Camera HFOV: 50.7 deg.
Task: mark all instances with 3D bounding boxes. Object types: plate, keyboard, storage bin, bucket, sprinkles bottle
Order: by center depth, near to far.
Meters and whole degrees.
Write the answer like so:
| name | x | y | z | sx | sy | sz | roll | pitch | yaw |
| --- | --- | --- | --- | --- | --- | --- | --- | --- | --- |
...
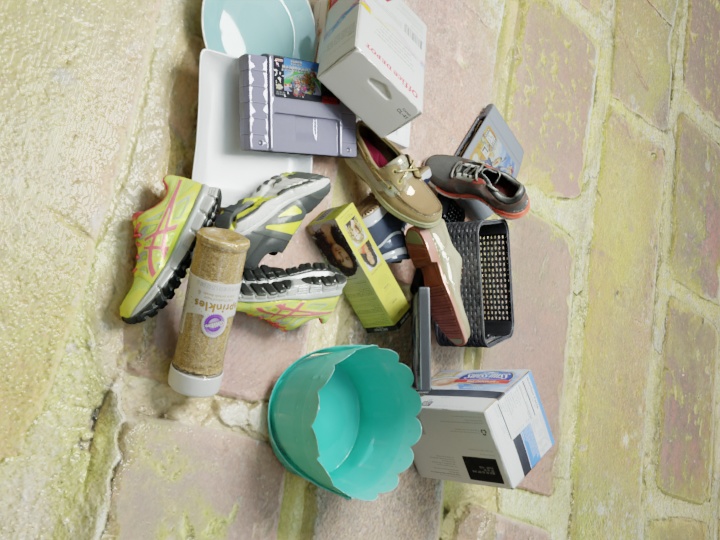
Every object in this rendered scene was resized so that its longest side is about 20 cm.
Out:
| name | x | y | z | sx | sy | sz | roll | pitch | yaw |
| --- | --- | --- | --- | --- | --- | --- | --- | --- | --- |
| sprinkles bottle | -0.188 | 0.052 | 0.939 | 0.067 | 0.068 | 0.204 | 2 | 108 | -40 |
| plate | -0.149 | -0.184 | 1.059 | 0.197 | 0.032 | 0.205 | 3 | 91 | -42 |
| bucket | -0.026 | 0.208 | 1.067 | 0.204 | 0.133 | 0.212 | 7 | 80 | -41 |
| plate | -0.146 | -0.342 | 1.087 | 0.197 | 0.025 | 0.205 | -3 | 94 | -42 |
| storage bin | 0.188 | 0.020 | 1.273 | 0.134 | 0.092 | 0.205 | -10 | 96 | -57 |
| keyboard | 0.137 | -0.039 | 1.300 | 0.103 | 0.039 | 0.204 | 32 | 64 | -34 |

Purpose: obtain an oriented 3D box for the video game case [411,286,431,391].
| name | x | y | z | sx | sy | sz | roll | pitch | yaw |
| --- | --- | --- | --- | --- | --- | --- | --- | --- | --- |
| video game case | 0.091 | 0.108 | 1.162 | 0.019 | 0.200 | 0.146 | 0 | 83 | 0 |

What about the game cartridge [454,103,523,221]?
| name | x | y | z | sx | sy | sz | roll | pitch | yaw |
| --- | --- | --- | --- | --- | --- | --- | --- | --- | --- |
| game cartridge | 0.235 | -0.195 | 1.407 | 0.133 | 0.041 | 0.202 | 46 | 58 | -22 |

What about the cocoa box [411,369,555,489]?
| name | x | y | z | sx | sy | sz | roll | pitch | yaw |
| --- | --- | --- | --- | --- | --- | --- | --- | --- | --- |
| cocoa box | 0.179 | 0.243 | 1.197 | 0.130 | 0.198 | 0.136 | -30 | 103 | -39 |

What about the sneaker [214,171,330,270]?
| name | x | y | z | sx | sy | sz | roll | pitch | yaw |
| --- | --- | --- | --- | --- | --- | --- | --- | --- | --- |
| sneaker | -0.115 | -0.071 | 1.036 | 0.199 | 0.074 | 0.086 | -34 | 127 | -37 |

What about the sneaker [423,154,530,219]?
| name | x | y | z | sx | sy | sz | roll | pitch | yaw |
| --- | --- | --- | --- | --- | --- | --- | --- | --- | --- |
| sneaker | 0.195 | -0.159 | 1.269 | 0.078 | 0.197 | 0.082 | -60 | 160 | -17 |

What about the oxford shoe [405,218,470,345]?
| name | x | y | z | sx | sy | sz | roll | pitch | yaw |
| --- | --- | --- | --- | --- | --- | --- | --- | --- | --- |
| oxford shoe | 0.139 | 0.016 | 1.180 | 0.073 | 0.070 | 0.204 | -25 | 102 | -30 |

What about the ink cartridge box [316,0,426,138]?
| name | x | y | z | sx | sy | sz | roll | pitch | yaw |
| --- | --- | --- | --- | --- | --- | --- | --- | --- | --- |
| ink cartridge box | 0.021 | -0.321 | 1.109 | 0.147 | 0.085 | 0.203 | 36 | 45 | -32 |

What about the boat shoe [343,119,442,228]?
| name | x | y | z | sx | sy | sz | roll | pitch | yaw |
| --- | --- | --- | --- | --- | --- | --- | --- | --- | --- |
| boat shoe | 0.049 | -0.146 | 1.144 | 0.199 | 0.067 | 0.074 | 42 | 52 | 13 |

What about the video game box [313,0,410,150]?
| name | x | y | z | sx | sy | sz | roll | pitch | yaw |
| --- | --- | --- | --- | --- | --- | --- | --- | --- | --- |
| video game box | 0.003 | -0.309 | 1.211 | 0.197 | 0.046 | 0.187 | 16 | 77 | -39 |

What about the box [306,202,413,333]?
| name | x | y | z | sx | sy | sz | roll | pitch | yaw |
| --- | --- | --- | --- | --- | --- | --- | --- | --- | --- |
| box | 0.000 | 0.000 | 1.155 | 0.050 | 0.074 | 0.202 | -44 | 112 | -37 |

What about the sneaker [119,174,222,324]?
| name | x | y | z | sx | sy | sz | roll | pitch | yaw |
| --- | --- | --- | --- | --- | --- | --- | --- | --- | --- |
| sneaker | -0.254 | -0.030 | 0.949 | 0.089 | 0.078 | 0.203 | 27 | 73 | -3 |

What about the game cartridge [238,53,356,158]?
| name | x | y | z | sx | sy | sz | roll | pitch | yaw |
| --- | --- | --- | --- | --- | --- | --- | --- | --- | --- |
| game cartridge | -0.083 | -0.230 | 1.074 | 0.197 | 0.038 | 0.133 | -4 | 99 | -43 |

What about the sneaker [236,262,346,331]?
| name | x | y | z | sx | sy | sz | roll | pitch | yaw |
| --- | --- | --- | --- | --- | --- | --- | --- | --- | --- |
| sneaker | -0.115 | 0.046 | 1.041 | 0.196 | 0.078 | 0.092 | 0 | 121 | -25 |

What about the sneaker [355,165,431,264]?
| name | x | y | z | sx | sy | sz | roll | pitch | yaw |
| --- | --- | --- | --- | --- | --- | --- | --- | --- | --- |
| sneaker | 0.062 | -0.084 | 1.222 | 0.200 | 0.069 | 0.110 | -42 | 117 | -39 |
